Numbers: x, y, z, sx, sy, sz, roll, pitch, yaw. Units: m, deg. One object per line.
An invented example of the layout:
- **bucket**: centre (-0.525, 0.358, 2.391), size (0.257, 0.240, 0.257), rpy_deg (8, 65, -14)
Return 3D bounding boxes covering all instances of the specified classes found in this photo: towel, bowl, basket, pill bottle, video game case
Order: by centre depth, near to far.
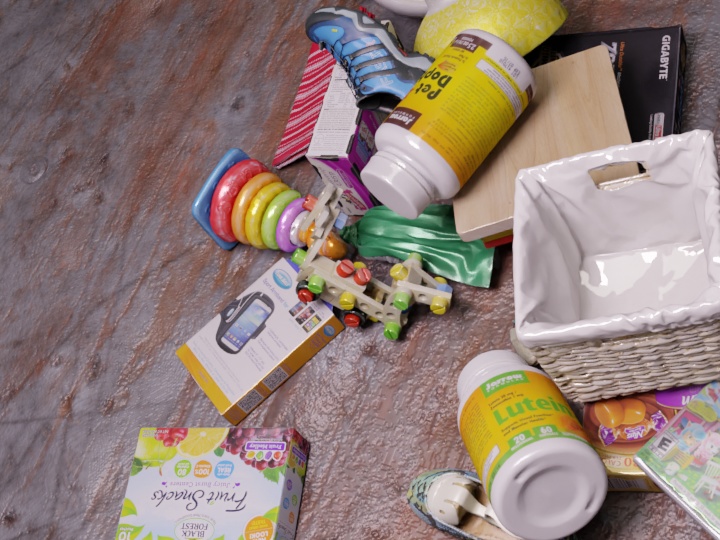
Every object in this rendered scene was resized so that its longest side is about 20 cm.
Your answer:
- **video game case**: centre (0.382, 0.177, 1.107), size (0.182, 0.022, 0.200), rpy_deg (-43, 55, -3)
- **basket**: centre (0.262, 0.004, 1.161), size (0.198, 0.161, 0.200), rpy_deg (-11, 53, 24)
- **pill bottle**: centre (0.159, 0.162, 1.200), size (0.111, 0.111, 0.200), rpy_deg (-31, 28, 5)
- **pill bottle**: centre (0.091, -0.154, 1.303), size (0.109, 0.109, 0.200), rpy_deg (30, 75, 35)
- **bowl**: centre (0.135, -0.299, 1.453), size (0.200, 0.108, 0.200), rpy_deg (-31, 15, 9)
- **towel**: centre (-0.051, -0.236, 1.574), size (0.145, 0.022, 0.200), rpy_deg (-21, 46, 55)

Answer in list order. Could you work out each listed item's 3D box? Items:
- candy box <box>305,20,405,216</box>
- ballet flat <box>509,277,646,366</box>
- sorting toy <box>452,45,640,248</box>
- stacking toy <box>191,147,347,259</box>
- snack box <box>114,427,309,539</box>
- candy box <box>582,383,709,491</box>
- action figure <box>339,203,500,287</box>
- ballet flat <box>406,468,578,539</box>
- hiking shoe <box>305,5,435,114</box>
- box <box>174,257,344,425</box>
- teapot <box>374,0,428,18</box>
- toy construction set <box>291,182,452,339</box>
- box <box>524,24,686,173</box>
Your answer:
- **candy box**: centre (0.008, -0.186, 1.489), size (0.061, 0.136, 0.200), rpy_deg (5, 63, 26)
- **ballet flat**: centre (0.258, 0.053, 1.291), size (0.200, 0.067, 0.063), rpy_deg (-21, 83, 17)
- **sorting toy**: centre (0.201, -0.127, 1.344), size (0.198, 0.070, 0.200), rpy_deg (-17, 50, 17)
- **stacking toy**: centre (-0.095, -0.061, 1.481), size (0.200, 0.116, 0.110), rpy_deg (25, 74, 31)
- **snack box**: centre (-0.166, 0.250, 1.366), size (0.199, 0.053, 0.143), rpy_deg (-4, 62, 23)
- **candy box**: centre (0.321, 0.155, 1.193), size (0.199, 0.056, 0.117), rpy_deg (-3, 61, 25)
- **action figure**: centre (0.068, -0.039, 1.424), size (0.199, 0.055, 0.118), rpy_deg (5, 64, 22)
- **ballet flat**: centre (0.126, 0.241, 1.226), size (0.200, 0.074, 0.074), rpy_deg (15, 69, 31)
- **hiking shoe**: centre (0.009, -0.231, 1.389), size (0.200, 0.074, 0.087), rpy_deg (32, 70, 17)
- **box**: centre (-0.112, 0.076, 1.453), size (0.200, 0.041, 0.119), rpy_deg (-40, 53, -4)
- **teapot**: centre (0.077, -0.417, 1.592), size (0.200, 0.146, 0.198), rpy_deg (26, 95, 1)
- **toy construction set**: centre (0.000, 0.000, 1.369), size (0.200, 0.131, 0.092), rpy_deg (41, 52, -4)
- **box**: centre (0.273, -0.189, 1.424), size (0.198, 0.050, 0.201), rpy_deg (-1, 62, 26)
